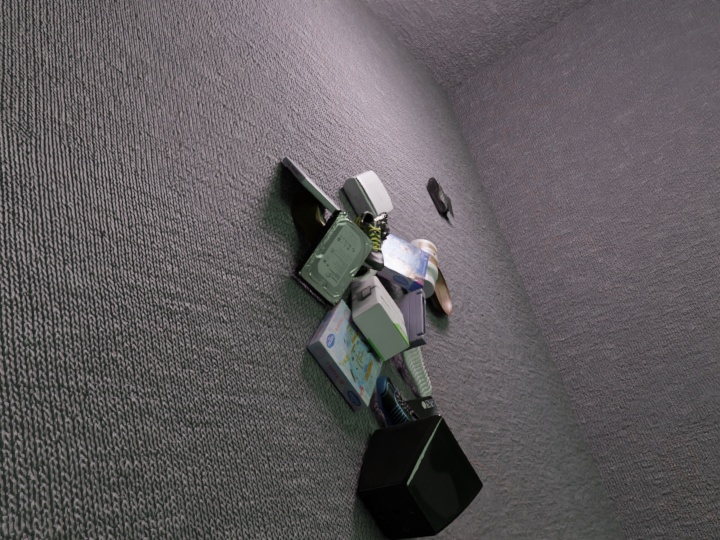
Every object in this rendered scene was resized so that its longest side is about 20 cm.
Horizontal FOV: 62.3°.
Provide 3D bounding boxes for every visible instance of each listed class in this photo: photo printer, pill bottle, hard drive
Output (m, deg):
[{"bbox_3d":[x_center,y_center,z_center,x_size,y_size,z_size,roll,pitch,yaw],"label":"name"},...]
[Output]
[{"bbox_3d":[0.032,-0.243,1.960,0.167,0.069,0.200,60,25,-6],"label":"photo printer"},{"bbox_3d":[0.201,-0.003,1.990,0.114,0.114,0.200,48,29,-28],"label":"pill bottle"},{"bbox_3d":[-0.063,-0.031,1.476,0.140,0.038,0.200,46,68,-31],"label":"hard drive"}]

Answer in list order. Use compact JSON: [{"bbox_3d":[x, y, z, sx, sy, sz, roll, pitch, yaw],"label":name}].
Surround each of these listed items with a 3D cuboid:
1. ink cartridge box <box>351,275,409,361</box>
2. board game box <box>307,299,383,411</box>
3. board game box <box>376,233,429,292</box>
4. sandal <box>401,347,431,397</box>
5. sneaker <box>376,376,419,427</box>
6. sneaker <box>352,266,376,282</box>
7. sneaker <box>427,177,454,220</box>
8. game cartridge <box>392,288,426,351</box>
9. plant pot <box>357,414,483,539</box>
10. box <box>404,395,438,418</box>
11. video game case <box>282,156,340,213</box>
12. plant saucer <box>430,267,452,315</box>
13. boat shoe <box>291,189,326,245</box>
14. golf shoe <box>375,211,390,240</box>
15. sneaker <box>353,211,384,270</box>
[{"bbox_3d":[0.049,0.121,1.557,0.146,0.084,0.200,55,9,-16],"label":"ink cartridge box"},{"bbox_3d":[-0.029,0.200,1.437,0.200,0.041,0.200,56,25,-14],"label":"board game box"},{"bbox_3d":[0.109,-0.035,1.829,0.199,0.043,0.200,26,32,-4],"label":"board game box"},{"bbox_3d":[0.144,0.278,1.689,0.082,0.050,0.203,-33,108,-50],"label":"sandal"},{"bbox_3d":[0.100,0.349,1.456,0.070,0.078,0.200,-21,94,-70],"label":"sneaker"},{"bbox_3d":[0.000,0.000,1.615,0.200,0.071,0.073,-18,98,-52],"label":"sneaker"},{"bbox_3d":[0.365,-0.324,2.692,0.104,0.060,0.200,-14,83,-63],"label":"sneaker"},{"bbox_3d":[0.123,0.147,1.675,0.038,0.129,0.200,49,28,-31],"label":"game cartridge"},{"bbox_3d":[0.114,0.462,1.288,0.200,0.200,0.177,59,36,-8],"label":"plant pot"},{"bbox_3d":[0.170,0.438,1.573,0.193,0.047,0.200,15,51,-60],"label":"box"},{"bbox_3d":[-0.116,-0.212,1.614,0.200,0.023,0.182,42,5,-36],"label":"video game case"},{"bbox_3d":[0.274,0.069,2.125,0.200,0.037,0.201,51,29,-42],"label":"plant saucer"},{"bbox_3d":[-0.126,-0.121,1.554,0.065,0.073,0.200,67,1,-60],"label":"boat shoe"},{"bbox_3d":[0.040,-0.132,1.799,0.200,0.094,0.078,-49,132,-78],"label":"golf shoe"},{"bbox_3d":[0.021,-0.082,1.592,0.074,0.085,0.200,10,37,-33],"label":"sneaker"}]
